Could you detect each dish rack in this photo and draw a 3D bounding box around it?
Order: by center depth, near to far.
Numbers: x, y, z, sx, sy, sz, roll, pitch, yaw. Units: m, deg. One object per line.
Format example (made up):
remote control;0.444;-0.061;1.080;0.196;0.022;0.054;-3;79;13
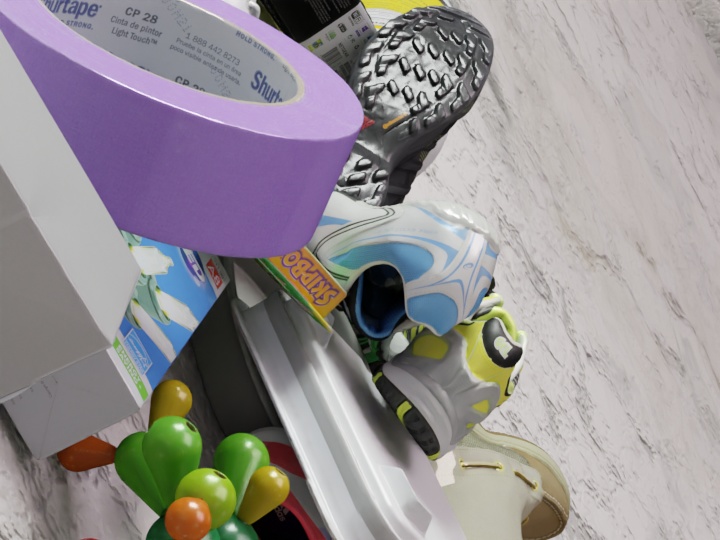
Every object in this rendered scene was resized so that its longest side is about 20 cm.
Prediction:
dish rack;0.012;0.104;1.435;0.172;0.044;0.200;47;12;-48

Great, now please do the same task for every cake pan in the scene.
cake pan;-0.039;0.063;1.546;0.200;0.037;0.200;56;19;-31

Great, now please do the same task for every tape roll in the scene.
tape roll;-0.102;-0.083;1.299;0.200;0.066;0.200;22;20;-8

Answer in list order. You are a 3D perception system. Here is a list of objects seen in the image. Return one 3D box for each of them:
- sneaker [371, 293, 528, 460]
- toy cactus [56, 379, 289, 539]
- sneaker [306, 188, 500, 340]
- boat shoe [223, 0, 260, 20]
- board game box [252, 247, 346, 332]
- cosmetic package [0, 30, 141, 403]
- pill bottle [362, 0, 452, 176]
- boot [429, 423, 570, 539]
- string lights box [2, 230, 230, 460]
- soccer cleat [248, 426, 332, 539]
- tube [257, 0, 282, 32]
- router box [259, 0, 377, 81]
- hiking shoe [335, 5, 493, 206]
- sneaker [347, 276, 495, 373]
sneaker;0.057;0.050;1.495;0.075;0.076;0.200;53;6;-8
toy cactus;-0.085;0.146;1.226;0.200;0.102;0.165;-69;151;-72
sneaker;0.000;0.000;1.458;0.072;0.073;0.200;40;-18;-23
boat shoe;-0.084;-0.132;1.432;0.200;0.065;0.074;55;-13;-15
board game box;-0.077;-0.043;1.440;0.096;0.030;0.200;48;-1;-41
cosmetic package;-0.183;-0.044;1.112;0.200;0.107;0.090;62;16;-21
pill bottle;0.008;-0.118;1.822;0.111;0.111;0.200;61;17;-18
boot;0.083;0.174;1.722;0.200;0.072;0.155;37;32;-51
string lights box;-0.129;0.002;1.301;0.103;0.059;0.200;61;16;-11
soccer cleat;-0.011;0.176;1.429;0.200;0.068;0.073;58;21;-15
tube;-0.066;-0.134;1.728;0.200;0.052;0.058;-100;-169;-51
router box;-0.063;-0.212;1.656;0.149;0.051;0.200;55;0;29
hiking shoe;0.008;-0.079;1.681;0.076;0.200;0.101;37;-28;3
sneaker;0.019;0.014;1.655;0.085;0.078;0.200;62;-22;14
